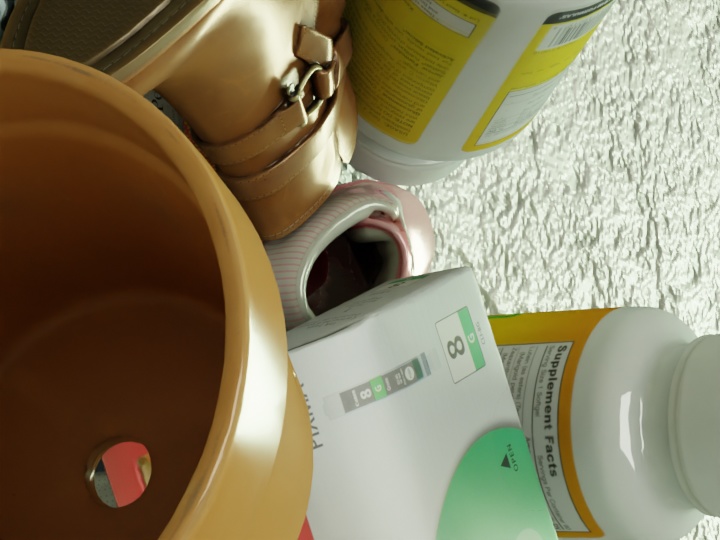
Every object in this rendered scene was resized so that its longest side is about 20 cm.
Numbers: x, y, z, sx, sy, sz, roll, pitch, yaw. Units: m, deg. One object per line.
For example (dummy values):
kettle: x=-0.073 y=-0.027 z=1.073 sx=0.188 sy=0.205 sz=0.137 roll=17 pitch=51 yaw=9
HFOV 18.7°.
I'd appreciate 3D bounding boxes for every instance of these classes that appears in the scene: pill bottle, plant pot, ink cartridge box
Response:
pill bottle: x=0.043 y=-0.117 z=0.955 sx=0.112 sy=0.200 sz=0.112 roll=7 pitch=64 yaw=-14
plant pot: x=-0.103 y=0.050 z=0.684 sx=0.140 sy=0.200 sz=0.200 roll=45 pitch=50 yaw=-63
ink cartridge box: x=0.000 y=0.101 z=0.832 sx=0.200 sy=0.050 sz=0.161 roll=-27 pitch=101 yaw=-54
pill bottle: x=0.101 y=0.074 z=1.020 sx=0.111 sy=0.200 sz=0.111 roll=8 pitch=80 yaw=-52

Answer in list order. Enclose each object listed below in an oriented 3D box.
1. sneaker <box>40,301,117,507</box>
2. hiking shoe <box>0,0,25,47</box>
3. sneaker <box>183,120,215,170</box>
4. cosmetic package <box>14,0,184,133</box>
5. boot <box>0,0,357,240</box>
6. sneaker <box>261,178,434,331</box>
sneaker: x=-0.118 y=0.033 z=0.814 sx=0.200 sy=0.080 sz=0.147 roll=29 pitch=73 yaw=-61
hiking shoe: x=-0.195 y=-0.131 z=0.773 sx=0.087 sy=0.074 sz=0.200 roll=-40 pitch=112 yaw=-32
sneaker: x=-0.061 y=-0.138 z=0.934 sx=0.073 sy=0.077 sz=0.200 roll=-7 pitch=95 yaw=-54
cosmetic package: x=-0.121 y=-0.143 z=0.875 sx=0.083 sy=0.051 sz=0.200 roll=-8 pitch=93 yaw=-52
boot: x=-0.060 y=-0.073 z=0.852 sx=0.200 sy=0.077 sz=0.155 roll=-59 pitch=151 yaw=-43
sneaker: x=0.000 y=0.000 z=0.977 sx=0.200 sy=0.105 sz=0.075 roll=-17 pitch=98 yaw=-54
